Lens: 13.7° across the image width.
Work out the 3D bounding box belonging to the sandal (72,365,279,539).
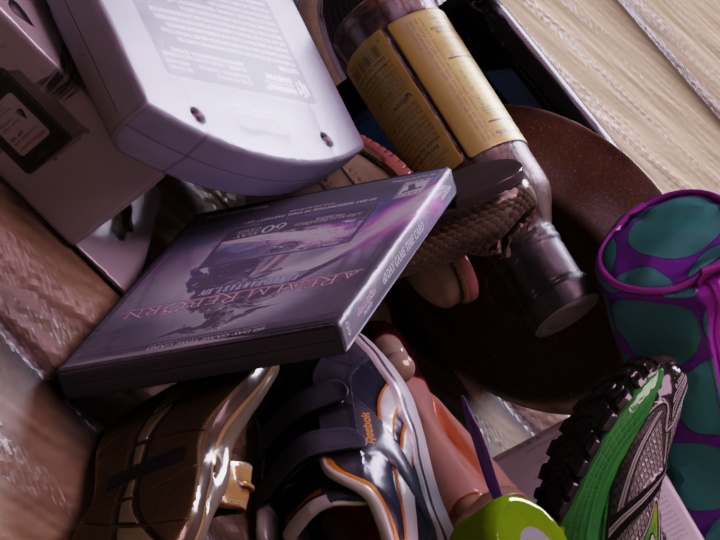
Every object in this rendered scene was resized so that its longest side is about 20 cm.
[{"bbox_3d":[-0.078,0.098,1.331,0.054,0.080,0.200,62,20,-22],"label":"sandal"}]

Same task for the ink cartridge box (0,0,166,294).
[{"bbox_3d":[-0.150,-0.096,1.470,0.200,0.067,0.116,45,24,-20],"label":"ink cartridge box"}]

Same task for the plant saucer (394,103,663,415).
[{"bbox_3d":[0.092,0.004,1.658,0.201,0.200,0.037,50,43,-7],"label":"plant saucer"}]

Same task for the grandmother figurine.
[{"bbox_3d":[0.023,0.072,1.547,0.060,0.122,0.200,-16,52,-21],"label":"grandmother figurine"}]

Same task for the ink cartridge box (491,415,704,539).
[{"bbox_3d":[0.137,0.179,1.579,0.201,0.109,0.050,61,-11,16],"label":"ink cartridge box"}]

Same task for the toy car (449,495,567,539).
[{"bbox_3d":[0.010,0.214,1.245,0.158,0.164,0.200,54,35,2],"label":"toy car"}]

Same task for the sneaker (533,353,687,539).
[{"bbox_3d":[0.129,0.140,1.525,0.085,0.201,0.078,17,-1,-11],"label":"sneaker"}]

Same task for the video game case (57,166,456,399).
[{"bbox_3d":[-0.045,0.004,1.425,0.200,0.142,0.019,-53,129,-63],"label":"video game case"}]

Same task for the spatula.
[{"bbox_3d":[0.061,0.152,1.446,0.057,0.020,0.201,-114,-159,-61],"label":"spatula"}]

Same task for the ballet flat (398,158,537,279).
[{"bbox_3d":[0.000,0.000,1.504,0.067,0.199,0.047,34,-36,64],"label":"ballet flat"}]

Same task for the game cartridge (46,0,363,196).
[{"bbox_3d":[-0.078,-0.101,1.482,0.200,0.041,0.134,7,48,-58],"label":"game cartridge"}]

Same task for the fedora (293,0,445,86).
[{"bbox_3d":[0.033,-0.134,1.849,0.200,0.091,0.201,42,25,-25],"label":"fedora"}]

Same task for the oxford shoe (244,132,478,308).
[{"bbox_3d":[-0.020,-0.039,1.586,0.200,0.074,0.071,42,-19,23],"label":"oxford shoe"}]

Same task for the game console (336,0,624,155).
[{"bbox_3d":[0.078,-0.045,1.695,0.200,0.116,0.176,50,-5,-7],"label":"game console"}]

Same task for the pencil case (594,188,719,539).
[{"bbox_3d":[0.185,0.058,1.589,0.092,0.085,0.201,45,-20,55],"label":"pencil case"}]

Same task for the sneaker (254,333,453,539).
[{"bbox_3d":[-0.012,0.098,1.449,0.079,0.078,0.201,15,37,-42],"label":"sneaker"}]

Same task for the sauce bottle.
[{"bbox_3d":[0.057,-0.057,1.582,0.065,0.065,0.201,5,52,-61],"label":"sauce bottle"}]
